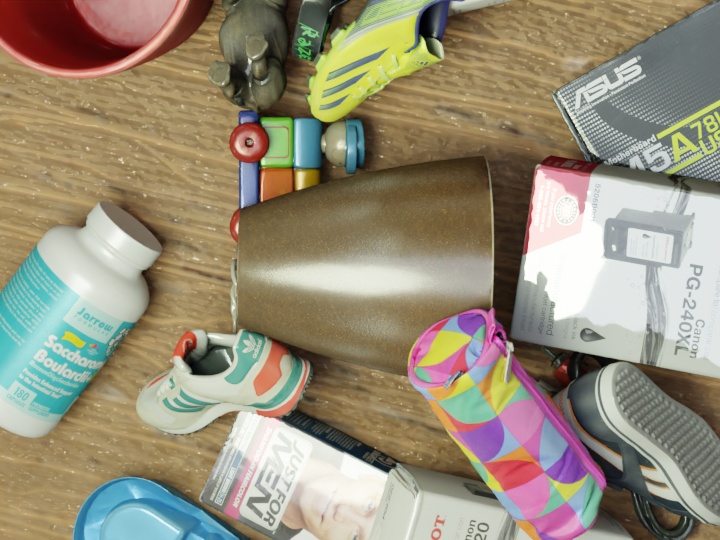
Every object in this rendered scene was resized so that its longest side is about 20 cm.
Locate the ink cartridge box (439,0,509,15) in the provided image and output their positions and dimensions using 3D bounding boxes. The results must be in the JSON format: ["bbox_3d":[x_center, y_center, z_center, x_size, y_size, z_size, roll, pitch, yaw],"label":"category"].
[{"bbox_3d":[0.147,-0.302,1.458,0.198,0.084,0.147,-13,94,6],"label":"ink cartridge box"}]

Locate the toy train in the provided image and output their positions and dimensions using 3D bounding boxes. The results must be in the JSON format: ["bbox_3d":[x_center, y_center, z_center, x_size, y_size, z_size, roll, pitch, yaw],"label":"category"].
[{"bbox_3d":[-0.054,-0.036,1.532,0.115,0.085,0.202,0,94,-3],"label":"toy train"}]

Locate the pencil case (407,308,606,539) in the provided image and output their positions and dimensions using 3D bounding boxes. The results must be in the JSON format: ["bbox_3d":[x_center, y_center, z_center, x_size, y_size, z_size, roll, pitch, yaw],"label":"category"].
[{"bbox_3d":[0.115,0.120,1.366,0.088,0.089,0.200,-31,120,11],"label":"pencil case"}]

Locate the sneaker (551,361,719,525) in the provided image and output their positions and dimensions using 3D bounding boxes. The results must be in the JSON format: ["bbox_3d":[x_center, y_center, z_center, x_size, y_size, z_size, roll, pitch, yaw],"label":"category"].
[{"bbox_3d":[0.232,0.145,1.463,0.079,0.079,0.200,-20,130,38],"label":"sneaker"}]

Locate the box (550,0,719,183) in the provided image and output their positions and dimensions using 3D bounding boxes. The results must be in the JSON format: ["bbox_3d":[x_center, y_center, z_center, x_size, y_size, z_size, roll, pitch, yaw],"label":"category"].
[{"bbox_3d":[0.288,-0.111,1.474,0.199,0.048,0.194,-28,92,11],"label":"box"}]

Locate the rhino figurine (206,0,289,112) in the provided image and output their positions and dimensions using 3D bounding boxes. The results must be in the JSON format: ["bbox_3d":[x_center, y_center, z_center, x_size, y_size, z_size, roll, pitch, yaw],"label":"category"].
[{"bbox_3d":[-0.089,-0.226,1.502,0.059,0.088,0.202,-3,67,13],"label":"rhino figurine"}]

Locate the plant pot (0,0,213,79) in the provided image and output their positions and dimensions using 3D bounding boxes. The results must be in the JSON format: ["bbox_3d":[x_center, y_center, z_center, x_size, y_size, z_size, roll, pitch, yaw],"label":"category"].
[{"bbox_3d":[-0.208,-0.255,1.491,0.199,0.177,0.202,1,94,11],"label":"plant pot"}]

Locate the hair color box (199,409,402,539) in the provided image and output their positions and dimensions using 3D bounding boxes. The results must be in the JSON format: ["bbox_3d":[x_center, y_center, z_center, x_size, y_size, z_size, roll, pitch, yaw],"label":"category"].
[{"bbox_3d":[-0.028,0.195,1.545,0.199,0.061,0.101,25,98,7],"label":"hair color box"}]

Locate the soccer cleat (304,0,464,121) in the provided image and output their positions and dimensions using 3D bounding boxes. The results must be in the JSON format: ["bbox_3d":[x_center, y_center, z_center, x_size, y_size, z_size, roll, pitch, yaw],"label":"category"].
[{"bbox_3d":[0.021,-0.178,1.440,0.084,0.065,0.200,39,132,2],"label":"soccer cleat"}]

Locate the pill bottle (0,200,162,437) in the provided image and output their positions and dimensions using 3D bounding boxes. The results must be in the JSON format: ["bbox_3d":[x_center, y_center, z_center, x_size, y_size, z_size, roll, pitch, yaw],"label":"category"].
[{"bbox_3d":[-0.259,0.038,1.552,0.111,0.111,0.200,40,100,6],"label":"pill bottle"}]

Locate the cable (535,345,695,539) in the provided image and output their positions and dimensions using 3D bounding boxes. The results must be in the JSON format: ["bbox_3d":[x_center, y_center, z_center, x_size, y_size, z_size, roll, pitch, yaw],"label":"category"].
[{"bbox_3d":[0.214,0.141,1.519,0.200,0.050,0.097,41,82,-7],"label":"cable"}]

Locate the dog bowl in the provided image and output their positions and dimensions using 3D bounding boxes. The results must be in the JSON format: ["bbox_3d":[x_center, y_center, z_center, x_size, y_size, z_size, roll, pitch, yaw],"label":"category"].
[{"bbox_3d":[-0.157,0.259,1.579,0.199,0.050,0.112,33,99,8],"label":"dog bowl"}]

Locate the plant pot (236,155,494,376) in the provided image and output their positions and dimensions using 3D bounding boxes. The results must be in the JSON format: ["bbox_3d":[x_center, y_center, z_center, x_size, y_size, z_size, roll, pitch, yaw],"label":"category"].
[{"bbox_3d":[0.000,0.000,1.444,0.198,0.187,0.189,1,94,-2],"label":"plant pot"}]

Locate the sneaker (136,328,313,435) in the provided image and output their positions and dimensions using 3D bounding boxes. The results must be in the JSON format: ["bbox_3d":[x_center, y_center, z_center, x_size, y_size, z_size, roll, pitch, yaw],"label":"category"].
[{"bbox_3d":[-0.135,0.083,1.508,0.199,0.093,0.071,-11,48,43],"label":"sneaker"}]

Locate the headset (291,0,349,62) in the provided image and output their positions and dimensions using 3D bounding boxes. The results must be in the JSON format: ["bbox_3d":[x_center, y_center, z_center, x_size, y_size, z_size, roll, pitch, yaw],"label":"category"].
[{"bbox_3d":[-0.010,-0.267,1.490,0.093,0.124,0.202,13,71,-2],"label":"headset"}]

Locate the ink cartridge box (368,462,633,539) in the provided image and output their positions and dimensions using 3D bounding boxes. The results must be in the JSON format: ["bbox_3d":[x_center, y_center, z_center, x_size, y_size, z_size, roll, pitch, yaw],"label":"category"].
[{"bbox_3d":[0.106,0.255,1.476,0.198,0.085,0.147,14,97,-15],"label":"ink cartridge box"}]

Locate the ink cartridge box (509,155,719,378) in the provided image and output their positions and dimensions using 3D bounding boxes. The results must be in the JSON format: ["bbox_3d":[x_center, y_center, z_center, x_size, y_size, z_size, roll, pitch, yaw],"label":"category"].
[{"bbox_3d":[0.232,-0.003,1.430,0.198,0.083,0.147,10,99,13],"label":"ink cartridge box"}]
